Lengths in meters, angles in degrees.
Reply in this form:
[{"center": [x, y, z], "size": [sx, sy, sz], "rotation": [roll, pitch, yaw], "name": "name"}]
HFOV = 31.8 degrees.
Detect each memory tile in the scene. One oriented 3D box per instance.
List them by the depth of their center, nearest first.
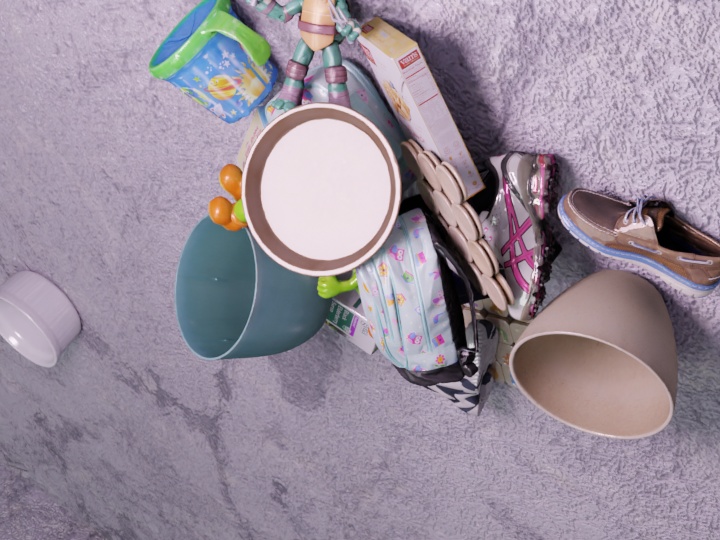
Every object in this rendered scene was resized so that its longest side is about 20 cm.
[{"center": [0.113, -0.054, 1.472], "size": [0.201, 0.017, 0.153], "rotation": [65, 169, -27], "name": "memory tile"}]

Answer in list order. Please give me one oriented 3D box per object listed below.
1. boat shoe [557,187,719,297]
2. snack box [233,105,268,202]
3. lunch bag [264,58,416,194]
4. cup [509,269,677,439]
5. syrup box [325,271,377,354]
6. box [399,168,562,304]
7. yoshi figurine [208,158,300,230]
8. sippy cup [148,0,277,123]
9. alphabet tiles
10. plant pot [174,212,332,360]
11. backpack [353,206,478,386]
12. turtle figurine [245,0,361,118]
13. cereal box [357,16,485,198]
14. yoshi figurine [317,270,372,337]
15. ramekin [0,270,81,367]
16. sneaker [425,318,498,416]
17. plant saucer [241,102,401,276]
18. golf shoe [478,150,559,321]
[{"center": [0.320, -0.048, 1.415], "size": [0.199, 0.072, 0.073], "rotation": [26, 142, 6], "name": "boat shoe"}, {"center": [-0.136, -0.129, 1.767], "size": [0.200, 0.037, 0.117], "rotation": [123, 132, -58], "name": "snack box"}, {"center": [-0.015, -0.166, 1.610], "size": [0.200, 0.077, 0.160], "rotation": [51, 145, -16], "name": "lunch bag"}, {"center": [0.296, 0.085, 1.510], "size": [0.199, 0.144, 0.201], "rotation": [20, 146, 14], "name": "cup"}, {"center": [-0.035, 0.027, 1.862], "size": [0.199, 0.081, 0.079], "rotation": [35, 149, 12], "name": "syrup box"}, {"center": [0.136, -0.037, 1.609], "size": [0.141, 0.079, 0.200], "rotation": [48, 148, -16], "name": "box"}, {"center": [-0.101, -0.118, 1.567], "size": [0.199, 0.112, 0.113], "rotation": [-13, 96, 31], "name": "yoshi figurine"}, {"center": [-0.181, -0.265, 1.629], "size": [0.130, 0.140, 0.178], "rotation": [42, -171, -23], "name": "sippy cup"}, {"center": [0.201, 0.098, 1.761], "size": [0.199, 0.015, 0.196], "rotation": [15, 140, 35], "name": "alphabet tiles"}, {"center": [-0.136, 0.027, 1.736], "size": [0.160, 0.202, 0.200], "rotation": [8, 171, -40], "name": "plant pot"}, {"center": [0.062, 0.027, 1.532], "size": [0.167, 0.126, 0.201], "rotation": [-119, 11, -56], "name": "backpack"}, {"center": [-0.051, -0.283, 1.467], "size": [0.149, 0.100, 0.201], "rotation": [16, 116, 31], "name": "turtle figurine"}, {"center": [0.067, -0.189, 1.470], "size": [0.201, 0.039, 0.144], "rotation": [60, 176, -28], "name": "cereal box"}, {"center": [-0.009, -0.003, 1.694], "size": [0.200, 0.112, 0.113], "rotation": [54, -175, -32], "name": "yoshi figurine"}, {"center": [-0.671, 0.095, 2.603], "size": [0.200, 0.098, 0.201], "rotation": [28, 145, 21], "name": "ramekin"}, {"center": [0.122, 0.121, 1.782], "size": [0.129, 0.080, 0.200], "rotation": [20, 154, 16], "name": "sneaker"}, {"center": [-0.044, -0.093, 1.465], "size": [0.199, 0.029, 0.202], "rotation": [1, 92, 20], "name": "plant saucer"}, {"center": [0.183, -0.041, 1.488], "size": [0.091, 0.073, 0.202], "rotation": [5, 102, 18], "name": "golf shoe"}]
